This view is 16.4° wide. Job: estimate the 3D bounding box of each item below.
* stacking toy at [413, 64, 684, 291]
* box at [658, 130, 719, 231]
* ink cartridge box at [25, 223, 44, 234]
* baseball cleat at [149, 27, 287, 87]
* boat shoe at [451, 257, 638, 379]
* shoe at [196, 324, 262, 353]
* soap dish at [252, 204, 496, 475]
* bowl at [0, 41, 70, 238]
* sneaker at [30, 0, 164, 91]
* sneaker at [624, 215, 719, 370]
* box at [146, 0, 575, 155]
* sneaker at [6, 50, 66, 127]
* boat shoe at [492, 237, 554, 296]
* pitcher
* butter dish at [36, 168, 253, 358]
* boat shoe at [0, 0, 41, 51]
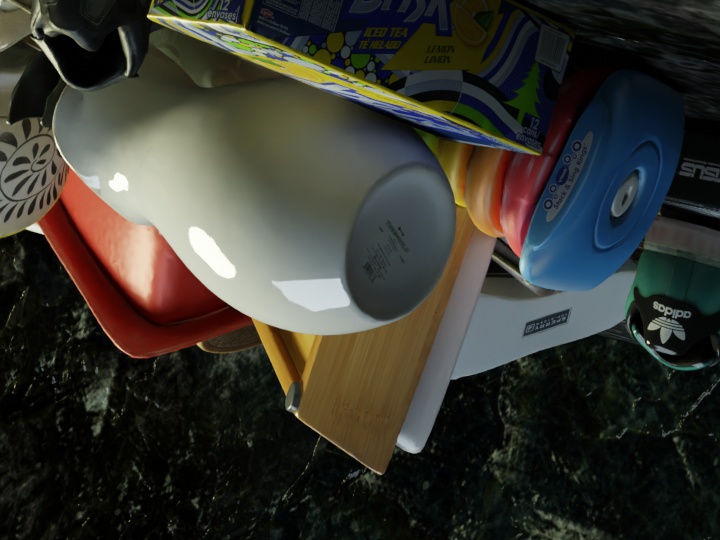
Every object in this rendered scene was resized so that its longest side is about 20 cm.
[{"bbox_3d":[0.055,-0.081,1.274,0.200,0.116,0.110,30,-171,26],"label":"stacking toy"},{"bbox_3d":[0.210,-0.043,1.451,0.200,0.048,0.193,18,180,-41],"label":"box"},{"bbox_3d":[-0.148,-0.078,1.777,0.199,0.145,0.084,16,178,-2],"label":"ink cartridge box"},{"bbox_3d":[-0.058,-0.113,1.377,0.199,0.070,0.106,18,176,-17],"label":"baseball cleat"},{"bbox_3d":[0.083,0.012,1.554,0.199,0.072,0.068,-14,-133,-29],"label":"boat shoe"},{"bbox_3d":[-0.049,-0.005,1.711,0.053,0.070,0.200,39,-131,25],"label":"shoe"},{"bbox_3d":[0.000,0.000,1.403,0.081,0.158,0.200,13,-163,-18],"label":"soap dish"},{"bbox_3d":[-0.244,-0.126,1.500,0.200,0.201,0.094,17,139,-26],"label":"bowl"},{"bbox_3d":[-0.124,-0.129,1.206,0.066,0.091,0.200,17,177,3],"label":"sneaker"},{"bbox_3d":[0.188,0.017,1.454,0.071,0.080,0.200,16,179,15],"label":"sneaker"},{"bbox_3d":[0.005,-0.110,1.120,0.070,0.065,0.200,13,175,45],"label":"box"},{"bbox_3d":[-0.109,-0.107,1.420,0.060,0.105,0.200,13,176,38],"label":"sneaker"},{"bbox_3d":[0.047,-0.058,1.516,0.200,0.060,0.072,32,-165,10],"label":"boat shoe"},{"bbox_3d":[-0.040,-0.028,1.260,0.200,0.121,0.172,22,159,40],"label":"pitcher"},{"bbox_3d":[-0.101,-0.071,1.611,0.199,0.148,0.200,-18,-127,-25],"label":"butter dish"},{"bbox_3d":[-0.206,-0.155,1.427,0.199,0.065,0.072,18,176,-36],"label":"boat shoe"}]
